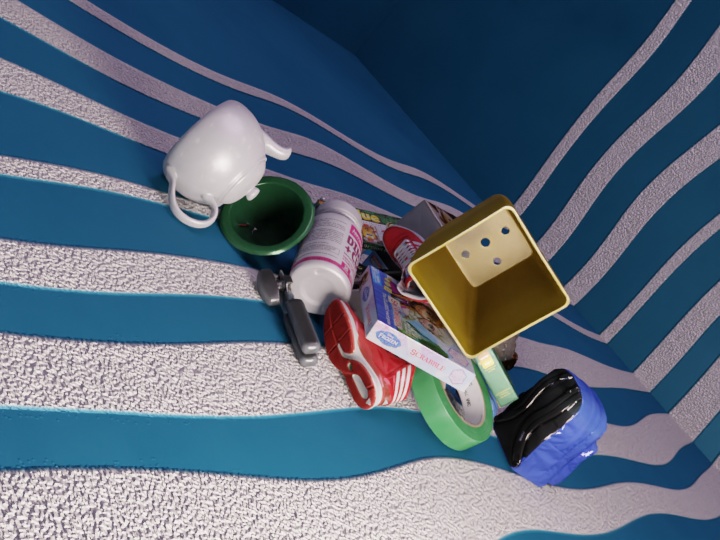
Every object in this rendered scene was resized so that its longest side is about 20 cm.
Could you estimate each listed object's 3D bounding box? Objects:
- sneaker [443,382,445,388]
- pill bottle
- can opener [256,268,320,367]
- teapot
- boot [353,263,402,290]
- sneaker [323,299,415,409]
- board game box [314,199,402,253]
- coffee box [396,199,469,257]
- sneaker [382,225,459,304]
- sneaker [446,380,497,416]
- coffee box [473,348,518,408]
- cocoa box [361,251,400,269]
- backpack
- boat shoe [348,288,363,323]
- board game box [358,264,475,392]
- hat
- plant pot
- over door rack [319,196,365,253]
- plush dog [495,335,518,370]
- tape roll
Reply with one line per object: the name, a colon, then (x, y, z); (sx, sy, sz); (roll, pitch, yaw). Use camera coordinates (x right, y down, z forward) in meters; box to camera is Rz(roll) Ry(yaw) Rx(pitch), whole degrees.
sneaker: (0.101, 0.156, 1.781); (0.074, 0.084, 0.204); (20, 53, -51)
pill bottle: (-0.056, -0.028, 1.669); (0.113, 0.113, 0.202); (37, 36, -19)
can opener: (-0.116, 0.074, 1.511); (0.065, 0.053, 0.201); (-7, 40, -23)
teapot: (-0.231, -0.177, 1.605); (0.146, 0.200, 0.197); (48, 7, -2)
boot: (-0.001, -0.001, 1.783); (0.200, 0.075, 0.154); (-8, 37, -21)
sneaker: (0.017, 0.138, 1.557); (0.114, 0.078, 0.203); (5, 52, -39)
board game box: (0.009, -0.081, 1.858); (0.197, 0.024, 0.106); (11, 37, -26)
coffee box: (0.163, -0.058, 1.902); (0.114, 0.079, 0.199); (58, 16, 19)
sneaker: (0.087, -0.014, 1.675); (0.200, 0.072, 0.112); (49, 20, 28)
sneaker: (0.193, 0.214, 1.844); (0.200, 0.066, 0.079); (43, 16, -4)
coffee box: (0.229, 0.151, 1.787); (0.202, 0.043, 0.123); (60, 6, -10)
cocoa box: (0.105, 0.042, 1.938); (0.132, 0.132, 0.201); (17, 31, -54)
backpack: (0.383, 0.301, 1.847); (0.167, 0.200, 0.163); (32, 19, -30)
boat shoe: (0.001, 0.117, 1.640); (0.068, 0.071, 0.203); (-5, 55, -16)
board game box: (0.092, 0.095, 1.605); (0.197, 0.041, 0.201); (30, 21, -18)
hat: (-0.162, -0.057, 1.722); (0.164, 0.177, 0.201); (30, 58, 16)
plant pot: (0.213, -0.014, 1.594); (0.201, 0.198, 0.177); (54, 18, -18)
over door rack: (-0.044, -0.092, 2.030); (0.148, 0.067, 0.200); (43, 17, -5)
plush dog: (0.328, 0.141, 2.249); (0.199, 0.160, 0.174); (34, 45, -23)
tape roll: (0.164, 0.217, 1.692); (0.200, 0.048, 0.203); (40, 33, -34)
